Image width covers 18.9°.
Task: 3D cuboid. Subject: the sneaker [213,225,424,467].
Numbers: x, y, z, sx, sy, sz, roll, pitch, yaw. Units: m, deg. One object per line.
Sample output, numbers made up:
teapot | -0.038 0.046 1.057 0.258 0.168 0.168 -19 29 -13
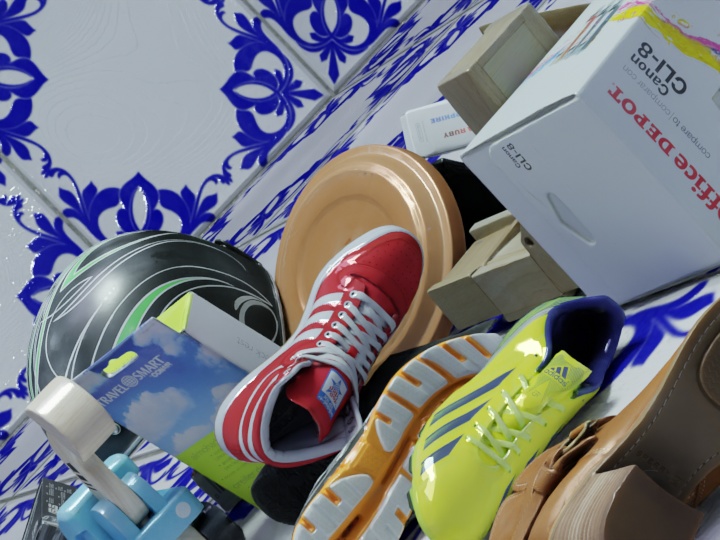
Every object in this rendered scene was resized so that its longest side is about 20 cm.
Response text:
sneaker | -0.013 0.054 1.463 0.200 0.071 0.112 -51 15 -9

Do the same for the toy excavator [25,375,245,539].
toy excavator | -0.186 0.171 1.612 0.100 0.200 0.194 -48 10 -21

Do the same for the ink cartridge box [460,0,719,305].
ink cartridge box | 0.195 -0.101 1.368 0.200 0.145 0.145 -50 11 -28

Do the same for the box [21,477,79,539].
box | -0.265 0.268 1.790 0.200 0.050 0.158 -145 73 -80

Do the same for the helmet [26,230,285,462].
helmet | -0.171 0.067 1.734 0.200 0.191 0.200 -178 90 -69

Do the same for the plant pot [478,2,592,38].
plant pot | 0.197 -0.201 1.759 0.200 0.028 0.200 -9 3 1

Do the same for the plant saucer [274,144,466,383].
plant saucer | 0.000 0.000 1.686 0.032 0.200 0.200 9 -35 -43

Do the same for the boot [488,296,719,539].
boot | 0.140 0.079 1.048 0.200 0.074 0.155 -45 5 -22

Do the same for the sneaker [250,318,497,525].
sneaker | 0.016 0.105 1.499 0.200 0.060 0.104 -30 17 37

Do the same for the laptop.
laptop | 0.111 -0.088 1.785 0.177 0.200 0.103 -30 54 58

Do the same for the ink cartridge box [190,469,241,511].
ink cartridge box | -0.060 0.103 1.845 0.162 0.050 0.200 -41 13 16

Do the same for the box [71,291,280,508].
box | -0.103 0.095 1.591 0.122 0.200 0.048 -37 30 37

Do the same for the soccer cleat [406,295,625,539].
soccer cleat | 0.092 0.081 1.257 0.084 0.065 0.200 -30 16 47

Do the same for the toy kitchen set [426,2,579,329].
toy kitchen set | 0.118 -0.090 1.533 0.163 0.180 0.200 -49 15 -34

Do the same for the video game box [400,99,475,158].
video game box | 0.126 -0.134 1.804 0.182 0.047 0.200 -12 3 0

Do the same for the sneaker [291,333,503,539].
sneaker | 0.024 0.117 1.362 0.200 0.078 0.077 -45 0 -13
